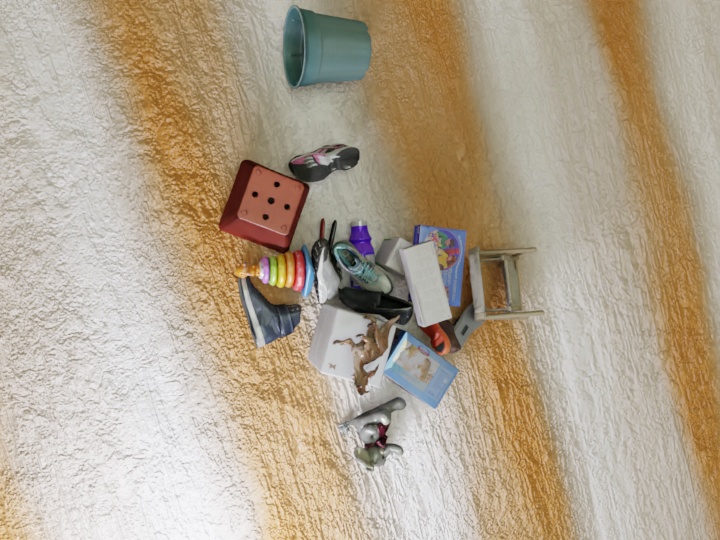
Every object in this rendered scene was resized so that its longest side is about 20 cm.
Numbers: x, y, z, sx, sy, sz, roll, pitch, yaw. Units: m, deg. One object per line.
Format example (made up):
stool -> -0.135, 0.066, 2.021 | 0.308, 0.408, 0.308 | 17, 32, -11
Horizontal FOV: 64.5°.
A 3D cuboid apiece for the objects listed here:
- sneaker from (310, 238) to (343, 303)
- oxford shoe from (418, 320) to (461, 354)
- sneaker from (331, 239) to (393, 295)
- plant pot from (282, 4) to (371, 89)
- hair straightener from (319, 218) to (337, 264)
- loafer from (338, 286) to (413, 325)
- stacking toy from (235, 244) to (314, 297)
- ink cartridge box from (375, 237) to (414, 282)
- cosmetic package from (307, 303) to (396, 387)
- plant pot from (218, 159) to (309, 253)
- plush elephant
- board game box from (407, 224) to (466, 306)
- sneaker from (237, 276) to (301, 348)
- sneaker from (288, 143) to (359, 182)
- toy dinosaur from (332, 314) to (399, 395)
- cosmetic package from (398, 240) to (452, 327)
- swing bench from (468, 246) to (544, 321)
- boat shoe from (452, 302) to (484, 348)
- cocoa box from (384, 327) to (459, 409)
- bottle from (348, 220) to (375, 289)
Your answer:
sneaker -> -0.086, -0.004, 1.504 | 0.078, 0.074, 0.202 | -11, 132, -11
oxford shoe -> 0.217, 0.154, 1.614 | 0.072, 0.071, 0.201 | 4, 46, -31
sneaker -> 0.000, 0.000, 1.497 | 0.199, 0.086, 0.078 | 38, 95, 2
plant pot -> -0.086, -0.583, 1.504 | 0.194, 0.200, 0.203 | -7, 93, -23
hair straightener -> -0.079, -0.041, 1.581 | 0.076, 0.041, 0.203 | 4, 90, -15
loafer -> 0.041, 0.079, 1.480 | 0.198, 0.071, 0.068 | 18, 44, 3
stacking toy -> -0.227, 0.001, 1.489 | 0.197, 0.110, 0.117 | -1, 128, -19
ink cartridge box -> 0.151, -0.008, 1.589 | 0.199, 0.145, 0.088 | 30, 84, -13
cosmetic package -> -0.029, 0.193, 1.516 | 0.165, 0.200, 0.169 | 17, 87, -14
plant pot -> -0.239, -0.170, 1.466 | 0.198, 0.176, 0.202 | 20, 86, -14
plush elephant -> 0.047, 0.465, 1.566 | 0.198, 0.165, 0.156 | -26, 83, 15
board game box -> 0.202, -0.011, 1.504 | 0.133, 0.045, 0.203 | 6, 89, -15
sneaker -> -0.239, 0.086, 1.523 | 0.145, 0.077, 0.205 | -19, 91, -18
sneaker -> -0.105, -0.297, 1.549 | 0.198, 0.086, 0.081 | -14, 123, -24
toy dinosaur -> 0.027, 0.195, 1.389 | 0.200, 0.086, 0.136 | -40, 108, -23
cosmetic package -> 0.164, 0.033, 1.445 | 0.082, 0.051, 0.202 | -15, 95, -12
swing bench -> 0.404, 0.041, 1.653 | 0.197, 0.130, 0.202 | 0, 79, -13
boat shoe -> 0.299, 0.164, 1.673 | 0.200, 0.056, 0.069 | -45, 103, -30
cocoa box -> 0.148, 0.270, 1.600 | 0.199, 0.131, 0.134 | 36, 82, -13
bottle -> 0.003, -0.036, 1.581 | 0.065, 0.083, 0.203 | -5, 92, -26
